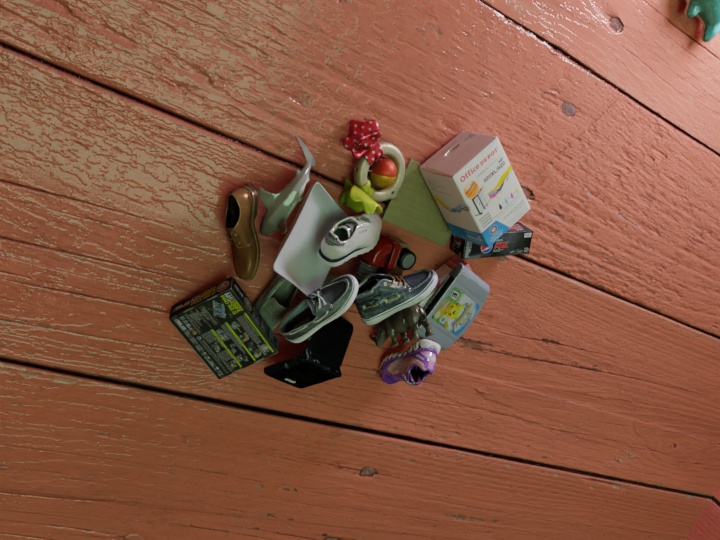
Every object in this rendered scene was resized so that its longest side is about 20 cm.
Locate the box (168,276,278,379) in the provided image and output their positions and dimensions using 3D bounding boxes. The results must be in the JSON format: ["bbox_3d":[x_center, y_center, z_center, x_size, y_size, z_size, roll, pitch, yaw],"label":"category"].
[{"bbox_3d":[-0.293,0.129,1.508,0.158,0.045,0.202,-25,123,10],"label":"box"}]

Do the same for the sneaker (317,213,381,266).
[{"bbox_3d":[-0.011,-0.083,1.492,0.199,0.076,0.081,-39,154,-44],"label":"sneaker"}]

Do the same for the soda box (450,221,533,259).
[{"bbox_3d":[0.324,-0.075,1.715,0.196,0.071,0.065,-5,116,-23],"label":"soda box"}]

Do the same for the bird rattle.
[{"bbox_3d":[0.026,-0.224,1.516,0.161,0.112,0.205,-1,101,-37],"label":"bird rattle"}]

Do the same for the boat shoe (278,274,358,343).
[{"bbox_3d":[-0.092,0.076,1.487,0.199,0.072,0.068,-37,152,6],"label":"boat shoe"}]

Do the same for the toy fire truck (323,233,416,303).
[{"bbox_3d":[0.000,0.000,1.585,0.197,0.128,0.179,6,111,-38],"label":"toy fire truck"}]

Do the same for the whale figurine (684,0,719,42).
[{"bbox_3d":[0.861,-0.656,1.678,0.158,0.104,0.202,-32,123,-8],"label":"whale figurine"}]

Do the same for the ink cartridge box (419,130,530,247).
[{"bbox_3d":[0.258,-0.187,1.573,0.147,0.144,0.201,-40,119,-12],"label":"ink cartridge box"}]

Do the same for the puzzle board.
[{"bbox_3d":[0.157,-0.157,1.634,0.197,0.017,0.153,20,102,-32],"label":"puzzle board"}]

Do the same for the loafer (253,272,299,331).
[{"bbox_3d":[-0.188,0.071,1.544,0.069,0.070,0.203,22,102,-29],"label":"loafer"}]

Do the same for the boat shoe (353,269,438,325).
[{"bbox_3d":[0.076,0.036,1.530,0.198,0.071,0.092,-31,125,-6],"label":"boat shoe"}]

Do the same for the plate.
[{"bbox_3d":[-0.105,-0.061,1.470,0.202,0.032,0.200,-63,151,-10],"label":"plate"}]

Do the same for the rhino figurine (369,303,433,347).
[{"bbox_3d":[0.087,0.134,1.656,0.059,0.199,0.089,-5,77,-41],"label":"rhino figurine"}]

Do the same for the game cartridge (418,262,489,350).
[{"bbox_3d":[0.225,0.094,1.689,0.133,0.040,0.201,32,97,-37],"label":"game cartridge"}]

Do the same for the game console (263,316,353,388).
[{"bbox_3d":[-0.116,0.183,1.612,0.173,0.119,0.200,-19,155,15],"label":"game console"}]

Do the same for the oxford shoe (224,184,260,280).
[{"bbox_3d":[-0.254,-0.072,1.436,0.071,0.070,0.204,-28,123,-55],"label":"oxford shoe"}]

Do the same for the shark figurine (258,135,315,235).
[{"bbox_3d":[-0.160,-0.164,1.422,0.089,0.128,0.217,29,98,-20],"label":"shark figurine"}]

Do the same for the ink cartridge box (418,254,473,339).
[{"bbox_3d":[0.198,0.072,1.728,0.199,0.067,0.117,-38,123,-6],"label":"ink cartridge box"}]

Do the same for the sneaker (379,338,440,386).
[{"bbox_3d":[0.117,0.246,1.714,0.080,0.090,0.199,24,139,-28],"label":"sneaker"}]
